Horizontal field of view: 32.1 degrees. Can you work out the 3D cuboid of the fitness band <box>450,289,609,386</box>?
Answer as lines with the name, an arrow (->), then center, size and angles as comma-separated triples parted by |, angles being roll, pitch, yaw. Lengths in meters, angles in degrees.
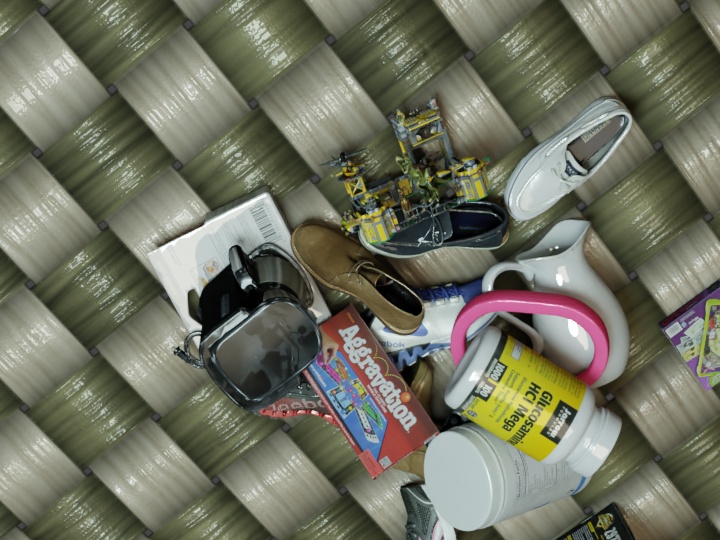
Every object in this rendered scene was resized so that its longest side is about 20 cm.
fitness band -> 0.211, 0.095, 1.571 | 0.198, 0.037, 0.145 | 4, 118, 12

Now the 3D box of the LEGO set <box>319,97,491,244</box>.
LEGO set -> 0.053, -0.130, 1.528 | 0.198, 0.154, 0.117 | -21, 113, 1

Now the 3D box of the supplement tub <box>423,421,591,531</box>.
supplement tub -> 0.194, 0.248, 1.614 | 0.199, 0.132, 0.133 | -10, 114, -37

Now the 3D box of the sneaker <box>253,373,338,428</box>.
sneaker -> -0.069, 0.151, 1.645 | 0.198, 0.071, 0.098 | 11, 134, -10

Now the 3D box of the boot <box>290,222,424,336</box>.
boot -> 0.000, 0.000, 1.558 | 0.199, 0.076, 0.074 | 36, 75, 5

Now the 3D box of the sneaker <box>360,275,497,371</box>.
sneaker -> 0.076, 0.048, 1.628 | 0.198, 0.081, 0.116 | -28, 111, 7

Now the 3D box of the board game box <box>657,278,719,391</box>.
board game box -> 0.518, 0.060, 1.698 | 0.199, 0.032, 0.120 | -37, 104, 9

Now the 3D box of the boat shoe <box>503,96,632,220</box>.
boat shoe -> 0.261, -0.139, 1.586 | 0.073, 0.065, 0.200 | 38, 102, -16

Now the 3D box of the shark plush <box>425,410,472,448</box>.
shark plush -> 0.175, 0.181, 1.655 | 0.200, 0.090, 0.084 | -43, 140, -28

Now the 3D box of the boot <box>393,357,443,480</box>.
boot -> 0.128, 0.221, 1.706 | 0.198, 0.066, 0.176 | 20, 114, -12

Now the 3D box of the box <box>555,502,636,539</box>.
box -> 0.316, 0.423, 1.715 | 0.159, 0.200, 0.050 | -34, 107, 7

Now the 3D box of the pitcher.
pitcher -> 0.254, 0.058, 1.620 | 0.170, 0.121, 0.202 | -25, 104, -13

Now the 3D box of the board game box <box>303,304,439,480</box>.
board game box -> 0.003, 0.152, 1.583 | 0.103, 0.019, 0.201 | -34, 73, -6

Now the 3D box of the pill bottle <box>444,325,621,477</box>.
pill bottle -> 0.211, 0.163, 1.521 | 0.199, 0.112, 0.113 | 31, 104, -1

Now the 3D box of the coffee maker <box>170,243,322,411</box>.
coffee maker -> -0.135, 0.084, 1.511 | 0.134, 0.200, 0.193 | 29, 103, -14

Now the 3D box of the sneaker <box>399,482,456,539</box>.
sneaker -> 0.087, 0.387, 1.694 | 0.086, 0.080, 0.202 | -16, 75, -17

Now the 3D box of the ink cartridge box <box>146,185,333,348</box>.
ink cartridge box -> -0.153, 0.018, 1.616 | 0.175, 0.045, 0.201 | -25, 109, 3

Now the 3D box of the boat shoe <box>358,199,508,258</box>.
boat shoe -> 0.096, -0.058, 1.589 | 0.198, 0.062, 0.075 | -1, 67, -9
